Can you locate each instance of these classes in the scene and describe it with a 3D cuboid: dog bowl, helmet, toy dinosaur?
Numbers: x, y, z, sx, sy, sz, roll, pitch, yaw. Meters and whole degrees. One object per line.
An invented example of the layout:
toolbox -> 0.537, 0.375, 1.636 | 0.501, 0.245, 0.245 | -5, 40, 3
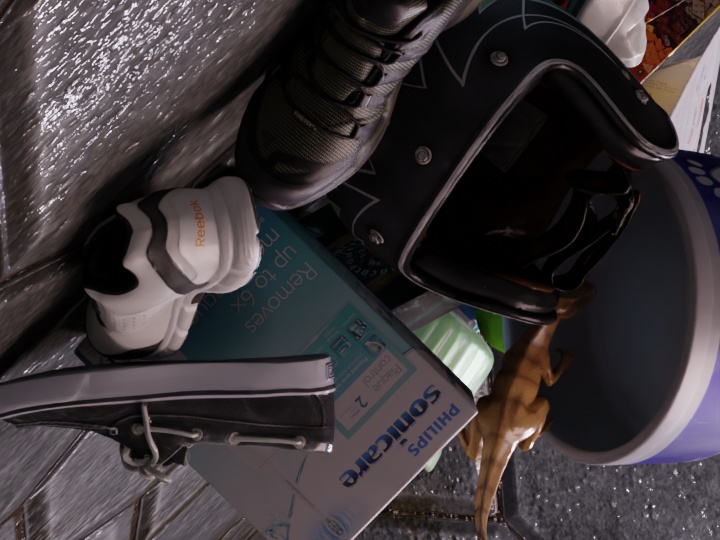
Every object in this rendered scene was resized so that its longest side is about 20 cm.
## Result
dog bowl -> 0.176, 0.021, 1.569 | 0.079, 0.200, 0.200 | 3, 144, -32
helmet -> 0.067, -0.078, 1.471 | 0.200, 0.190, 0.200 | -47, -152, 34
toy dinosaur -> 0.086, 0.094, 1.519 | 0.106, 0.060, 0.200 | 97, 11, -73

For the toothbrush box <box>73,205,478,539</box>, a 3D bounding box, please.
toothbrush box -> -0.049, 0.062, 1.513 | 0.146, 0.200, 0.085 | -45, -175, 4

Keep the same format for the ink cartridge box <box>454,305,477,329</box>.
ink cartridge box -> 0.103, -0.074, 1.881 | 0.200, 0.145, 0.084 | -44, 175, -7

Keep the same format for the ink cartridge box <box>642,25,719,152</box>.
ink cartridge box -> 0.200, -0.071, 1.751 | 0.200, 0.057, 0.163 | -62, 162, -51

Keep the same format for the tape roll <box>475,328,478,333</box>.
tape roll -> 0.047, 0.004, 2.007 | 0.200, 0.048, 0.201 | -32, -154, 17

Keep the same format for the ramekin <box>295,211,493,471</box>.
ramekin -> 0.000, 0.046, 1.798 | 0.098, 0.200, 0.200 | -52, 174, -5

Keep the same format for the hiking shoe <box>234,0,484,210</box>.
hiking shoe -> -0.004, -0.124, 1.330 | 0.200, 0.076, 0.101 | -53, 166, -8

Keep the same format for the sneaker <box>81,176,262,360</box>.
sneaker -> -0.123, -0.001, 1.371 | 0.080, 0.074, 0.200 | -5, 161, -25

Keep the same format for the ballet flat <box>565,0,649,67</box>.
ballet flat -> 0.142, -0.132, 1.587 | 0.069, 0.069, 0.200 | -35, 158, -56

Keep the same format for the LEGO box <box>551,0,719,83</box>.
LEGO box -> 0.178, -0.189, 1.730 | 0.149, 0.077, 0.200 | -45, -171, -8

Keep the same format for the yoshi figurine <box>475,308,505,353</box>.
yoshi figurine -> 0.095, 0.002, 1.756 | 0.112, 0.113, 0.200 | -23, 147, 27

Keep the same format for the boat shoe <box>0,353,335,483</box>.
boat shoe -> -0.113, 0.086, 1.438 | 0.199, 0.068, 0.074 | -3, -179, -3

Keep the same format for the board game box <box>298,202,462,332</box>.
board game box -> 0.000, 0.000, 1.631 | 0.200, 0.028, 0.135 | -28, -142, 6
